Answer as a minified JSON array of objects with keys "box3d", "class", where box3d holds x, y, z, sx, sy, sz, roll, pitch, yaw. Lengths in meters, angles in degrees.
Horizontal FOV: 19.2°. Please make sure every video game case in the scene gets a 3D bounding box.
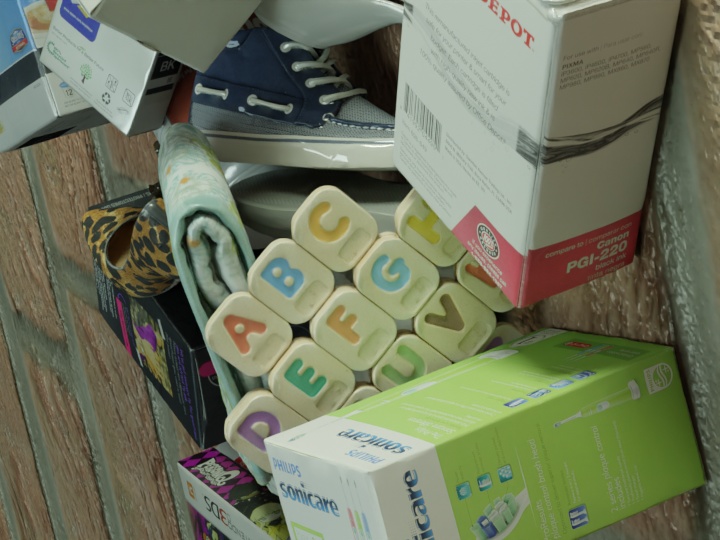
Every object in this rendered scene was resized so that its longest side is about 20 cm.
[{"box3d":[-0.055,0.236,1.412,0.181,0.036,0.201,27,132,61],"class":"video game case"}]

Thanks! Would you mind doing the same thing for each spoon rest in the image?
[{"box3d":[-0.002,-0.154,1.322,0.200,0.099,0.061,40,111,33],"class":"spoon rest"}]

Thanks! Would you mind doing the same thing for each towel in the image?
[{"box3d":[-0.084,0.023,1.329,0.171,0.048,0.201,-121,15,-67],"class":"towel"}]

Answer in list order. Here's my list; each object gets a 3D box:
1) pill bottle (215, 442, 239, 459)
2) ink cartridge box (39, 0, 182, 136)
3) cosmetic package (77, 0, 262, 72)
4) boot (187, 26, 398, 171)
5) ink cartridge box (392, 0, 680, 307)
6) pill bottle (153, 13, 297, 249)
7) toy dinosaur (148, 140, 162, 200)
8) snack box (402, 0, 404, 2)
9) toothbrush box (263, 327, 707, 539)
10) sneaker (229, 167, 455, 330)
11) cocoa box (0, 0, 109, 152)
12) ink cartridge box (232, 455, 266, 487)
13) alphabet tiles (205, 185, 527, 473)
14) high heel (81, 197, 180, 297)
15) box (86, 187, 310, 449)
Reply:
[{"box3d":[-0.049,0.217,1.659,0.200,0.113,0.113,44,145,48],"class":"pill bottle"},{"box3d":[-0.149,-0.199,1.426,0.099,0.039,0.200,41,128,25],"class":"ink cartridge box"},{"box3d":[-0.084,-0.230,1.272,0.200,0.107,0.085,-47,53,14],"class":"cosmetic package"},{"box3d":[-0.030,-0.112,1.366,0.199,0.073,0.091,5,94,30],"class":"boot"},{"box3d":[0.089,-0.106,1.138,0.146,0.085,0.201,51,152,39],"class":"ink cartridge box"},{"box3d":[-0.095,-0.120,1.506,0.200,0.112,0.112,61,155,22],"class":"pill bottle"},{"box3d":[-0.116,-0.105,1.620,0.077,0.102,0.201,33,-142,-61],"class":"toy dinosaur"},{"box3d":[-0.011,-0.232,1.341,0.200,0.024,0.072,40,145,51],"class":"snack box"},{"box3d":[0.068,0.107,1.198,0.145,0.199,0.086,6,112,64],"class":"toothbrush box"},{"box3d":[0.000,0.000,1.376,0.199,0.074,0.116,12,123,38],"class":"sneaker"},{"box3d":[-0.234,-0.188,1.738,0.200,0.133,0.132,-13,95,67],"class":"cocoa box"},{"box3d":[0.017,0.195,1.450,0.201,0.145,0.145,68,157,8],"class":"ink cartridge box"},{"box3d":[0.013,0.048,1.268,0.195,0.200,0.015,38,-177,-24],"class":"alphabet tiles"},{"box3d":[-0.161,-0.035,1.527,0.200,0.071,0.143,27,162,40],"class":"high heel"},{"box3d":[-0.117,0.025,1.652,0.200,0.122,0.106,47,149,43],"class":"box"}]
